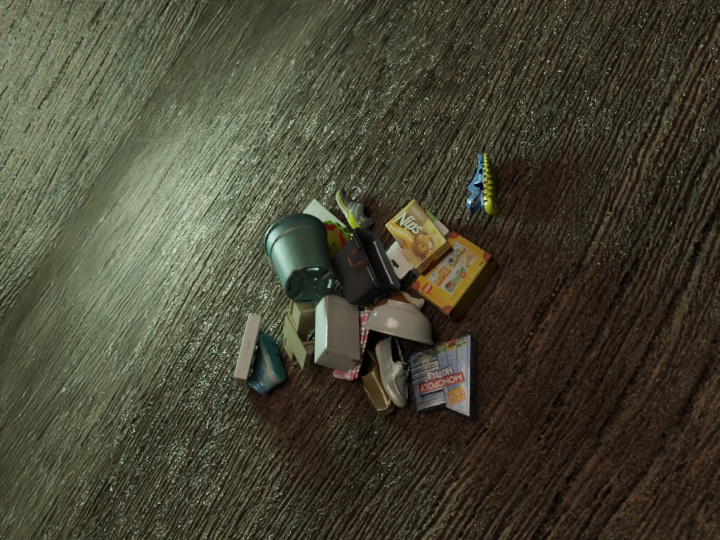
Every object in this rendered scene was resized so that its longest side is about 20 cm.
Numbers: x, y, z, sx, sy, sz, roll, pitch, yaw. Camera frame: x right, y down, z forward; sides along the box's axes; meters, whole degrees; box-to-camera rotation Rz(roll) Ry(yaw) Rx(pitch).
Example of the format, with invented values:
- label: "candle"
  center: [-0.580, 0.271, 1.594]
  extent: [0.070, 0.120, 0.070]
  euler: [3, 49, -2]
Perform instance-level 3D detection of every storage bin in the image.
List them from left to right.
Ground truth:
- label: "storage bin"
  center: [0.000, 0.000, 1.516]
  extent: [0.134, 0.144, 0.203]
  euler: [-38, 62, 26]

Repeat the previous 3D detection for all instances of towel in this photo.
- label: "towel"
  center: [-0.023, 0.214, 1.525]
  extent: [0.146, 0.029, 0.204]
  euler: [-18, 56, 65]

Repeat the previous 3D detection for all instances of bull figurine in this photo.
- label: "bull figurine"
  center: [0.090, 0.100, 1.537]
  extent: [0.197, 0.065, 0.123]
  euler: [-26, 54, 19]

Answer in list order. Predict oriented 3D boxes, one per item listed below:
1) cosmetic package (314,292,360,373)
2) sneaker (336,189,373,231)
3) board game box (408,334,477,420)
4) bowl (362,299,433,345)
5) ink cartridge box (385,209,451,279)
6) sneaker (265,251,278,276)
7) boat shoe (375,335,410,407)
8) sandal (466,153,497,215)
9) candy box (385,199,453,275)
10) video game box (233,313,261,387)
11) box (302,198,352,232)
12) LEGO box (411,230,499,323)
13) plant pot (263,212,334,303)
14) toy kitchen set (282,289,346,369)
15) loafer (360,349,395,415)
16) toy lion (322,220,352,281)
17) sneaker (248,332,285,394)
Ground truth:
- label: "cosmetic package"
  center: [-0.066, 0.174, 1.484]
  extent: [0.081, 0.111, 0.203]
  euler: [-49, 28, 38]
- label: "sneaker"
  center: [-0.018, -0.202, 1.754]
  extent: [0.080, 0.074, 0.202]
  euler: [-32, 60, 4]
- label: "board game box"
  center: [0.223, 0.295, 1.361]
  extent: [0.197, 0.062, 0.204]
  euler: [-21, 57, 23]
- label: "bowl"
  center: [0.110, 0.134, 1.414]
  extent: [0.198, 0.200, 0.092]
  euler: [10, 82, 35]
- label: "ink cartridge box"
  center: [0.172, -0.064, 1.560]
  extent: [0.200, 0.067, 0.117]
  euler: [-45, 51, 6]
- label: "sneaker"
  center: [-0.223, -0.004, 1.724]
  extent: [0.076, 0.146, 0.204]
  euler: [-38, 79, 15]
- label: "boat shoe"
  center: [0.097, 0.271, 1.442]
  extent: [0.071, 0.069, 0.204]
  euler: [-40, 48, 28]
- label: "sandal"
  center: [0.350, -0.250, 1.531]
  extent: [0.086, 0.079, 0.204]
  euler: [-10, 61, 32]
- label: "candy box"
  center: [0.165, -0.097, 1.497]
  extent: [0.115, 0.055, 0.201]
  euler: [-40, 48, 11]
- label: "video game box"
  center: [-0.363, 0.260, 1.689]
  extent: [0.046, 0.183, 0.204]
  euler: [12, 69, -6]
- label: "box"
  center: [-0.113, -0.147, 1.775]
  extent: [0.095, 0.078, 0.200]
  euler: [-49, 52, 4]
- label: "LEGO box"
  center: [0.263, 0.016, 1.457]
  extent: [0.148, 0.077, 0.201]
  euler: [38, 91, 39]
- label: "plant pot"
  center: [-0.167, -0.024, 1.517]
  extent: [0.199, 0.200, 0.198]
  euler: [-35, 45, 13]
- label: "toy kitchen set"
  center: [-0.125, 0.198, 1.625]
  extent: [0.164, 0.177, 0.203]
  euler: [53, 139, 41]
- label: "loafer"
  center: [0.037, 0.310, 1.468]
  extent: [0.076, 0.067, 0.202]
  euler: [-36, 52, 15]
- label: "toy lion"
  center: [-0.070, -0.065, 1.652]
  extent: [0.196, 0.069, 0.196]
  euler: [-11, 94, 21]
- label: "sneaker"
  center: [-0.322, 0.308, 1.696]
  extent: [0.130, 0.079, 0.202]
  euler: [-44, 43, 17]
